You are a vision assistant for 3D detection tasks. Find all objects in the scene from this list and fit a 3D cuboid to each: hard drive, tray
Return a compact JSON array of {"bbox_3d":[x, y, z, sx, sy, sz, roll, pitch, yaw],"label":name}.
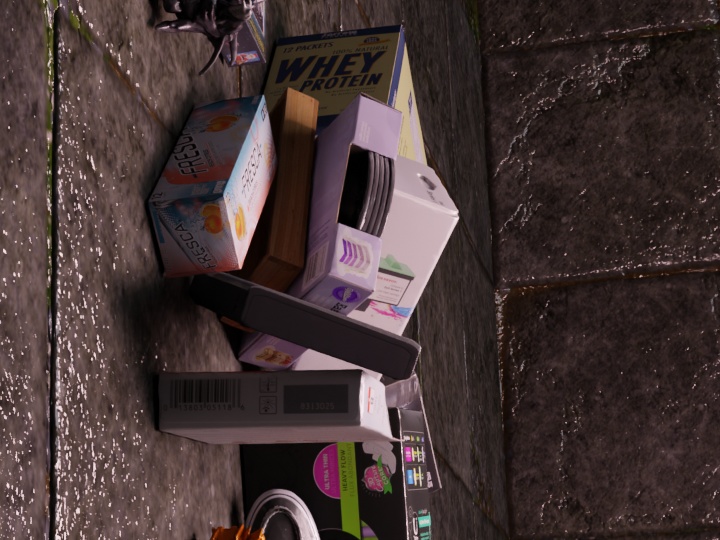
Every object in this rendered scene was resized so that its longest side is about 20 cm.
[{"bbox_3d":[-0.048,0.039,1.453,0.200,0.138,0.033,-166,-84,-73],"label":"hard drive"},{"bbox_3d":[-0.078,-0.054,1.655,0.099,0.037,0.201,-50,-153,43],"label":"tray"}]

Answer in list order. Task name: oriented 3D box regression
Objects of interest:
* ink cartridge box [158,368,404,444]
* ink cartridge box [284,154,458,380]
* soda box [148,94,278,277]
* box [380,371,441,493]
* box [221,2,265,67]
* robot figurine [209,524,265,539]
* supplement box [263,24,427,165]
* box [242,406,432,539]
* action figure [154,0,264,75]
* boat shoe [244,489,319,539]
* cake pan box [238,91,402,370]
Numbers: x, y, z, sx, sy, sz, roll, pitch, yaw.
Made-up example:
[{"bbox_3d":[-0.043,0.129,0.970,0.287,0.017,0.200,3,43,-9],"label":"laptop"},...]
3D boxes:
[{"bbox_3d":[-0.055,0.109,1.488,0.200,0.160,0.051,30,59,-78],"label":"ink cartridge box"},{"bbox_3d":[0.000,0.000,1.722,0.201,0.083,0.145,-64,-163,15],"label":"ink cartridge box"},{"bbox_3d":[-0.116,-0.071,1.525,0.201,0.063,0.069,-77,159,-62],"label":"soda box"},{"bbox_3d":[0.014,0.120,1.968,0.200,0.049,0.159,-124,-163,-52],"label":"box"},{"bbox_3d":[-0.125,-0.289,1.658,0.200,0.037,0.138,64,22,-62],"label":"box"},{"bbox_3d":[-0.094,0.308,1.456,0.145,0.058,0.202,-53,136,-73],"label":"robot figurine"},{"bbox_3d":[-0.013,-0.110,1.913,0.201,0.133,0.201,-80,162,-55],"label":"supplement box"},{"bbox_3d":[-0.016,0.227,1.681,0.124,0.147,0.203,23,62,-77],"label":"box"},{"bbox_3d":[-0.116,-0.257,1.490,0.118,0.102,0.202,-22,106,-34],"label":"action figure"},{"bbox_3d":[-0.069,0.283,1.577,0.068,0.073,0.202,111,-16,-81],"label":"boat shoe"},{"bbox_3d":[-0.035,-0.032,1.641,0.200,0.052,0.186,-43,-147,53],"label":"cake pan box"}]
